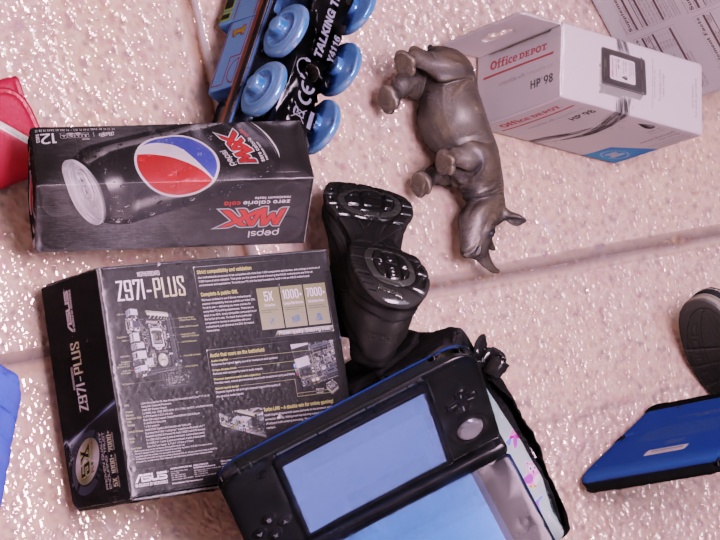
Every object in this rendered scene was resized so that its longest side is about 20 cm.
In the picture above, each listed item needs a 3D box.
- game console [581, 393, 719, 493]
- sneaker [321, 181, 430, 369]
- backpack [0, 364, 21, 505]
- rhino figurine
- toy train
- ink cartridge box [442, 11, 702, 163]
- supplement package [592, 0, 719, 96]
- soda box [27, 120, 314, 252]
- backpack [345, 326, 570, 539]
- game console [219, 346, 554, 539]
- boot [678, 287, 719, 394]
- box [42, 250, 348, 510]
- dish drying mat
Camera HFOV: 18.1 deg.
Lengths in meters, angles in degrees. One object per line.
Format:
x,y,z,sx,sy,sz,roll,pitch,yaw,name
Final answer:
0.316,0.162,1.873,0.171,0.200,0.119,-39,102,-35,game console
0.000,0.000,1.730,0.075,0.091,0.200,12,29,-11,sneaker
-0.312,0.092,1.428,0.162,0.200,0.169,19,69,-31,backpack
0.081,-0.092,1.850,0.087,0.060,0.201,-27,99,-48,rhino figurine
-0.060,-0.162,1.728,0.087,0.114,0.201,33,61,-33,toy train
0.176,-0.151,1.899,0.199,0.116,0.067,11,73,-33,ink cartridge box
0.331,-0.257,1.984,0.152,0.200,0.151,-37,102,-36,supplement package
-0.137,-0.061,1.617,0.199,0.071,0.064,-3,46,-13,soda box
0.067,0.150,1.737,0.126,0.167,0.201,-33,103,-17,backpack
0.026,0.178,1.579,0.199,0.119,0.171,-27,140,-7,game console
0.373,0.061,2.023,0.204,0.073,0.154,52,52,-20,boot
-0.115,0.077,1.637,0.199,0.086,0.165,-6,84,-37,box
-0.310,-0.077,1.584,0.199,0.018,0.077,-23,94,-38,dish drying mat
